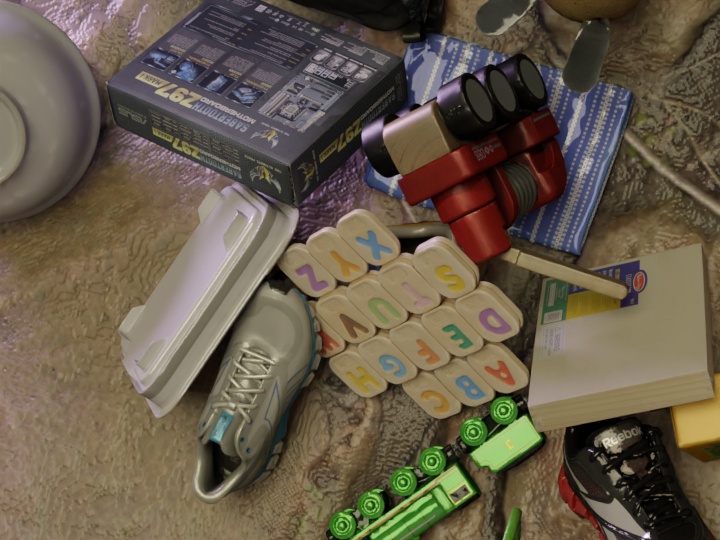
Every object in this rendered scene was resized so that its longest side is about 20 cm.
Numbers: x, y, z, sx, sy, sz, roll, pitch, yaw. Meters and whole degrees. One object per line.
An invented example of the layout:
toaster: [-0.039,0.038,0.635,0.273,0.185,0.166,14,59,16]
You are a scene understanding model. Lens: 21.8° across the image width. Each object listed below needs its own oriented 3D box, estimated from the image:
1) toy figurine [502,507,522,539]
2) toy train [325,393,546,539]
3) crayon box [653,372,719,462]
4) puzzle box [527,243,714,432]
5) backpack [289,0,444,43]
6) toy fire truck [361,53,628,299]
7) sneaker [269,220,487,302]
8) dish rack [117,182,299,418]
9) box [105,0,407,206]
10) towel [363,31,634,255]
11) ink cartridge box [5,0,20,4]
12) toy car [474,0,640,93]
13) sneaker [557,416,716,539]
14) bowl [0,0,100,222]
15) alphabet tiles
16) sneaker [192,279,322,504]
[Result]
toy figurine: [0.176,0.288,1.383,0.183,0.150,0.201,16,115,8]
toy train: [0.061,0.171,1.496,0.200,0.042,0.056,-37,81,8]
crayon box: [0.305,0.101,1.383,0.199,0.126,0.052,-12,76,16]
puzzle box: [0.198,0.047,1.406,0.133,0.200,0.025,-13,114,16]
backpack: [0.001,-0.315,1.555,0.200,0.154,0.191,24,72,26]
toy fire truck: [0.121,-0.057,1.434,0.128,0.176,0.201,-25,91,28]
sneaker: [0.000,0.000,1.521,0.199,0.090,0.075,-18,74,14]
dish rack: [-0.134,0.013,1.528,0.043,0.172,0.200,33,92,-20]
box: [-0.085,-0.148,1.548,0.200,0.051,0.158,24,52,28]
towel: [0.111,-0.109,1.543,0.199,0.024,0.145,19,86,20]
ink cartridge box: [-0.418,-0.202,1.710,0.199,0.067,0.116,1,80,18]
toy car: [0.187,-0.242,1.466,0.164,0.158,0.200,33,86,11]
sneaker: [0.203,0.166,1.374,0.071,0.098,0.200,-18,32,-15]
bowl: [-0.327,-0.126,1.603,0.200,0.090,0.202,0,108,0]
alphabet tiles: [0.031,0.040,1.456,0.200,0.196,0.015,-27,25,46]
sneaker: [-0.089,0.103,1.490,0.075,0.087,0.201,22,116,15]
